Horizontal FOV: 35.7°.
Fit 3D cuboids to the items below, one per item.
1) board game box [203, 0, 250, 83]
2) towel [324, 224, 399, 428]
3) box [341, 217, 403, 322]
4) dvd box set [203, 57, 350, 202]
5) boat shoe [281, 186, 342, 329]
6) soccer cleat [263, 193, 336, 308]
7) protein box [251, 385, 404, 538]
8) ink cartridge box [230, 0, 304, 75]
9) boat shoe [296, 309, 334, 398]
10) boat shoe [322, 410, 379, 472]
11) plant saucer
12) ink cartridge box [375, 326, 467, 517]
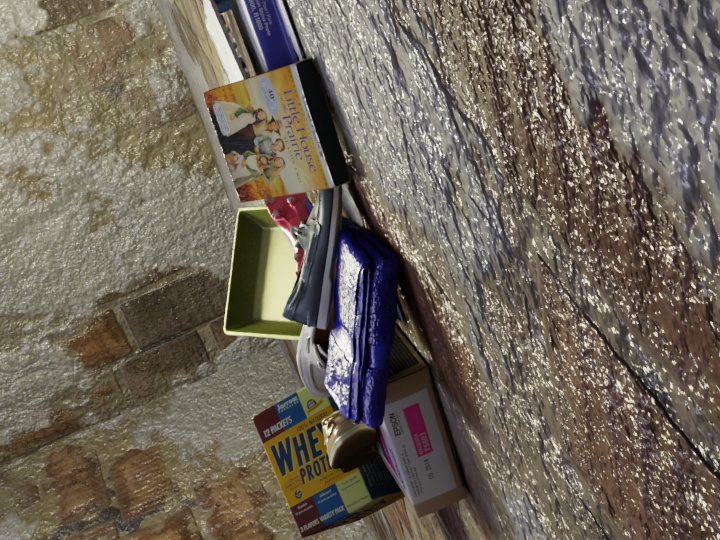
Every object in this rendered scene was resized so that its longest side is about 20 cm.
[{"bbox_3d":[-0.152,-0.256,1.453,0.200,0.026,0.202,164,82,-83],"label":"board game box"},{"bbox_3d":[-0.006,0.062,1.284,0.148,0.049,0.203,-140,53,-63],"label":"towel"},{"bbox_3d":[0.000,0.000,1.419,0.200,0.032,0.122,-150,38,-75],"label":"box"},{"bbox_3d":[-0.102,-0.160,1.320,0.199,0.029,0.148,-2,109,51],"label":"dvd box set"},{"bbox_3d":[-0.057,-0.033,1.336,0.073,0.061,0.203,-43,-41,-84],"label":"boat shoe"},{"bbox_3d":[-0.061,-0.033,1.454,0.076,0.067,0.201,24,-150,-56],"label":"soccer cleat"},{"bbox_3d":[-0.031,0.280,1.727,0.199,0.134,0.200,8,-127,-64],"label":"protein box"},{"bbox_3d":[-0.107,-0.263,1.374,0.200,0.040,0.202,-135,24,-69],"label":"ink cartridge box"},{"bbox_3d":[-0.045,0.104,1.516,0.070,0.070,0.202,-107,21,-54],"label":"boat shoe"},{"bbox_3d":[-0.020,0.213,1.443,0.067,0.073,0.200,58,170,16],"label":"boat shoe"},{"bbox_3d":[-0.120,0.004,1.692,0.199,0.048,0.202,0,82,47],"label":"plant saucer"},{"bbox_3d":[0.052,0.181,1.411,0.165,0.074,0.202,-128,18,-65],"label":"ink cartridge box"}]
